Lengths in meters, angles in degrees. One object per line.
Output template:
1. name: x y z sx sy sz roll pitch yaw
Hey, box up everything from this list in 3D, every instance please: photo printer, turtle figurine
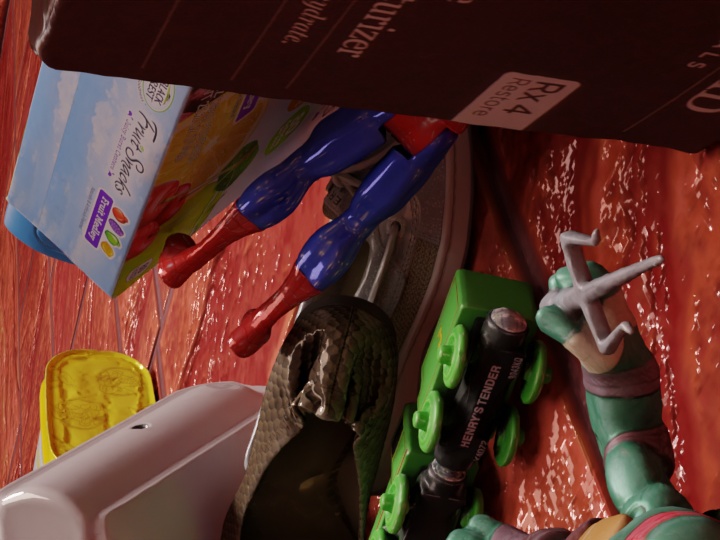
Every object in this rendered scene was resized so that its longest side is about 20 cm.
1. photo printer: -0.088 0.147 0.707 0.200 0.069 0.167 -26 -61 -65
2. turtle figurine: 0.052 0.087 0.396 0.150 0.100 0.200 -54 -9 -25

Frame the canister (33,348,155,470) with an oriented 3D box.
1. canister: -0.217 0.185 1.198 0.149 0.086 0.201 -109 30 -53

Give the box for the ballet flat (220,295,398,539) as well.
1. ballet flat: -0.021 0.099 0.628 0.046 0.067 0.201 -83 5 -54

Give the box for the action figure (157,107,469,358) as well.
1. action figure: 0.018 -0.061 0.566 0.200 0.065 0.099 -39 14 25

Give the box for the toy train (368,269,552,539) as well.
1. toy train: 0.024 0.087 0.582 0.057 0.042 0.201 -92 17 -55

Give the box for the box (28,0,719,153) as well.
1. box: 0.034 -0.141 0.372 0.166 0.199 0.165 140 133 -65

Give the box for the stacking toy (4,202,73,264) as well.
1. stacking toy: -0.224 -0.113 1.325 0.110 0.116 0.201 136 150 -62

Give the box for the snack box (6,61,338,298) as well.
1. snack box: -0.034 -0.103 0.595 0.200 0.068 0.169 -44 -7 -34

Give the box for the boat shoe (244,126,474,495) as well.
1. boat shoe: -0.001 0.000 0.639 0.074 0.064 0.203 -122 41 -62
